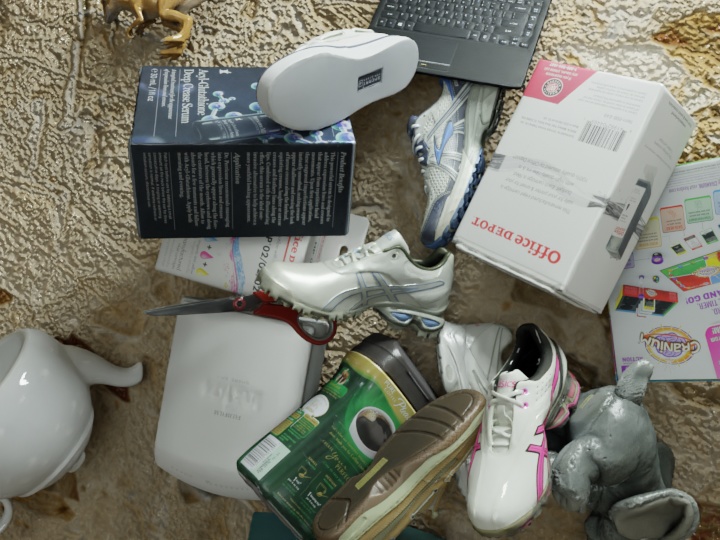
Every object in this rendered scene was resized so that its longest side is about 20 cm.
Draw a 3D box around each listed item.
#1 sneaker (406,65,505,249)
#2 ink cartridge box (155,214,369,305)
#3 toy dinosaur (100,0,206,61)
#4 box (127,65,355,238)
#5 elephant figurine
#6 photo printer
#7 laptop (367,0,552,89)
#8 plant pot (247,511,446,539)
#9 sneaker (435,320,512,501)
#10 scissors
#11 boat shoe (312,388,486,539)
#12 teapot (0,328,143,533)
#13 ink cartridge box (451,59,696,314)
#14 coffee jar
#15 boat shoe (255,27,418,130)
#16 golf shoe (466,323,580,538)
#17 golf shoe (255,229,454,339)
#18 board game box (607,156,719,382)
[{"bbox_3d":[0.086,-0.120,0.832,0.085,0.077,0.201,15,82,16],"label":"sneaker"},{"bbox_3d":[-0.102,-0.029,0.865,0.199,0.068,0.116,15,92,11],"label":"ink cartridge box"},{"bbox_3d":[-0.202,-0.296,0.895,0.199,0.060,0.107,-9,86,11],"label":"toy dinosaur"},{"bbox_3d":[-0.113,-0.116,0.786,0.199,0.149,0.107,-2,130,-10],"label":"box"},{"bbox_3d":[0.251,0.213,0.771,0.200,0.155,0.142,45,56,-10],"label":"elephant figurine"},{"bbox_3d":[-0.129,0.139,0.865,0.166,0.069,0.201,11,91,11],"label":"photo printer"},{"bbox_3d":[0.098,-0.298,0.798,0.177,0.103,0.201,14,68,19],"label":"laptop"},{"bbox_3d":[-0.008,0.331,0.791,0.199,0.141,0.142,-2,108,1],"label":"plant pot"},{"bbox_3d":[0.133,0.146,0.812,0.099,0.078,0.201,-8,88,8],"label":"sneaker"},{"bbox_3d":[-0.107,0.026,0.800,0.199,0.014,0.073,11,85,-17],"label":"scissors"},{"bbox_3d":[0.050,0.196,0.755,0.200,0.072,0.076,-40,109,-6],"label":"boat shoe"},{"bbox_3d":[-0.363,0.173,0.874,0.200,0.198,0.146,-24,122,30],"label":"teapot"},{"bbox_3d":[0.197,-0.080,0.767,0.146,0.085,0.200,30,94,47],"label":"ink cartridge box"},{"bbox_3d":[-0.018,0.159,0.799,0.200,0.085,0.104,-43,114,-16],"label":"coffee jar"},{"bbox_3d":[-0.029,-0.184,0.740,0.066,0.200,0.072,29,133,30],"label":"boat shoe"},{"bbox_3d":[0.130,0.135,0.709,0.072,0.200,0.092,-10,124,36],"label":"golf shoe"},{"bbox_3d":[0.000,0.000,0.779,0.199,0.078,0.098,9,110,-27],"label":"golf shoe"},{"bbox_3d":[0.305,0.003,0.759,0.153,0.040,0.201,-7,87,44],"label":"board game box"}]
